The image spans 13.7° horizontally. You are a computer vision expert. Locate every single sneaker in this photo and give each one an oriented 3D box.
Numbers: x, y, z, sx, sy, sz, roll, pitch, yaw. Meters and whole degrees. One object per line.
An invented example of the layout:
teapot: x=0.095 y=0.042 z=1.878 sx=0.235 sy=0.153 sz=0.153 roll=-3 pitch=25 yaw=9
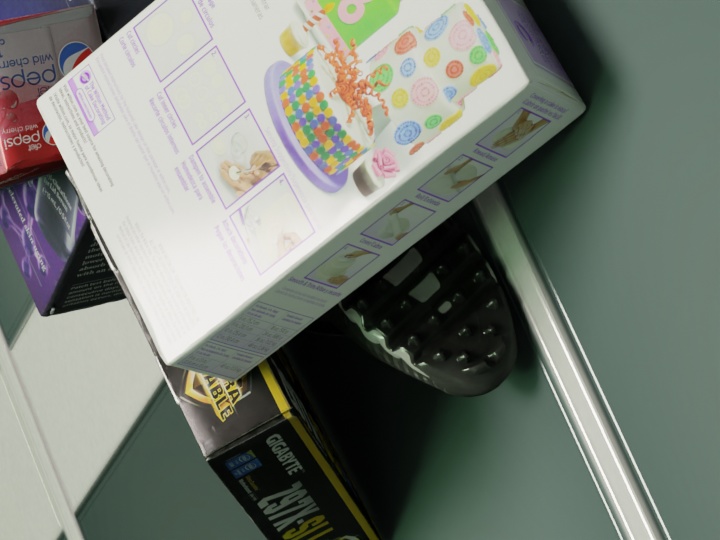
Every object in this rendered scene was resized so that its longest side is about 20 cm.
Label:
sneaker: x=0.000 y=0.000 z=1.352 sx=0.200 sy=0.066 sz=0.091 roll=38 pitch=161 yaw=29

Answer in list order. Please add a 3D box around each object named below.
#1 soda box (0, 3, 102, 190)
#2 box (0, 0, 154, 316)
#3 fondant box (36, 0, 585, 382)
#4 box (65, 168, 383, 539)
soda box: x=-0.183 y=-0.072 z=1.429 sx=0.200 sy=0.063 sz=0.070 roll=-13 pitch=90 yaw=62
box: x=-0.115 y=-0.096 z=1.472 sx=0.148 sy=0.104 sz=0.200 roll=63 pitch=150 yaw=24
fondant box: x=-0.024 y=-0.069 z=1.254 sx=0.200 sy=0.058 sz=0.145 roll=-38 pitch=63 yaw=20
box: x=-0.060 y=0.045 z=1.392 sx=0.160 sy=0.049 sz=0.200 roll=64 pitch=-179 yaw=26
